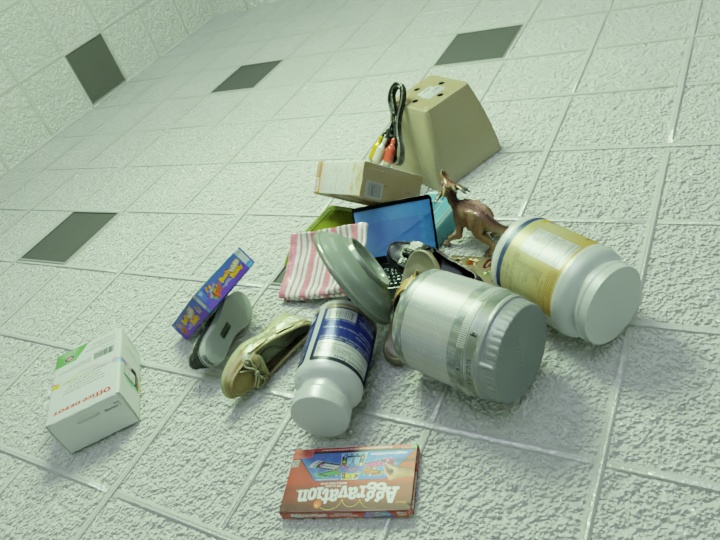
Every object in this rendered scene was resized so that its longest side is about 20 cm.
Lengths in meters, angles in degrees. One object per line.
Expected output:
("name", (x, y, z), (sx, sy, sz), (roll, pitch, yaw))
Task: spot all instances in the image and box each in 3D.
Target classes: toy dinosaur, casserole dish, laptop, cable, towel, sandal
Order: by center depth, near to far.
("sandal", (0.082, 0.058, 1.068), (0.079, 0.054, 0.204), (12, 76, 34))
("toy dinosaur", (0.211, -0.110, 1.207), (0.085, 0.137, 0.198), (-39, 40, -24))
("laptop", (0.054, -0.033, 1.217), (0.173, 0.105, 0.202), (-9, 37, 23))
("towel", (-0.076, -0.017, 1.265), (0.196, 0.030, 0.150), (-6, 65, 36))
("casserole dish", (0.137, -0.103, 1.323), (0.120, 0.039, 0.200), (15, 51, 41))
("cable", (0.069, -0.314, 1.407), (0.049, 0.205, 0.096), (1, 16, -38))

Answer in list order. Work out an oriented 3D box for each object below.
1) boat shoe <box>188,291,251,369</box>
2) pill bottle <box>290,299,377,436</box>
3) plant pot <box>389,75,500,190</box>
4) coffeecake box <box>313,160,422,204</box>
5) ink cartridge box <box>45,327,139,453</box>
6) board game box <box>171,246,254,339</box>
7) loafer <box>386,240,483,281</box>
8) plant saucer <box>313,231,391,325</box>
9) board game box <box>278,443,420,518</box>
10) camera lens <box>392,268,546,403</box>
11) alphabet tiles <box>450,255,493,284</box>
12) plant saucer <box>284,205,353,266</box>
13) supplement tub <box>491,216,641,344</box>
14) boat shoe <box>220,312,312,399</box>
("boat shoe", (-0.276, 0.114, 1.240), (0.063, 0.071, 0.201), (-24, 22, 28))
("pill bottle", (-0.043, 0.155, 1.024), (0.113, 0.117, 0.202), (-7, 39, 20))
("plant pot", (0.178, -0.335, 1.476), (0.198, 0.179, 0.199), (-36, 37, -18))
("coffeecake box", (0.012, -0.183, 1.358), (0.151, 0.075, 0.199), (9, 3, -33))
("ink cartridge box", (-0.503, 0.224, 1.212), (0.142, 0.085, 0.201), (-25, 35, -3))
("board game box", (-0.295, 0.049, 1.263), (0.135, 0.045, 0.200), (-53, 8, -35))
("loafer", (0.131, -0.012, 1.127), (0.197, 0.063, 0.073), (26, 73, 25))
("plant saucer", (0.000, 0.000, 1.098), (0.050, 0.200, 0.201), (-38, 34, 12))
("board game box", (-0.015, 0.301, 0.907), (0.195, 0.020, 0.104), (-9, 39, 19))
("camera lens", (0.157, 0.094, 0.955), (0.197, 0.162, 0.160), (17, 51, 42))
("alphabet tiles", (0.173, 0.042, 1.145), (0.164, 0.008, 0.201), (5, 44, 34))
("plant saucer", (-0.049, -0.075, 1.379), (0.197, 0.049, 0.201), (11, 48, 38))
("supplement tub", (0.315, 0.013, 0.987), (0.143, 0.146, 0.199), (-33, 37, -16))
("boat shoe", (-0.166, 0.152, 1.135), (0.062, 0.074, 0.200), (9, 39, 42))
